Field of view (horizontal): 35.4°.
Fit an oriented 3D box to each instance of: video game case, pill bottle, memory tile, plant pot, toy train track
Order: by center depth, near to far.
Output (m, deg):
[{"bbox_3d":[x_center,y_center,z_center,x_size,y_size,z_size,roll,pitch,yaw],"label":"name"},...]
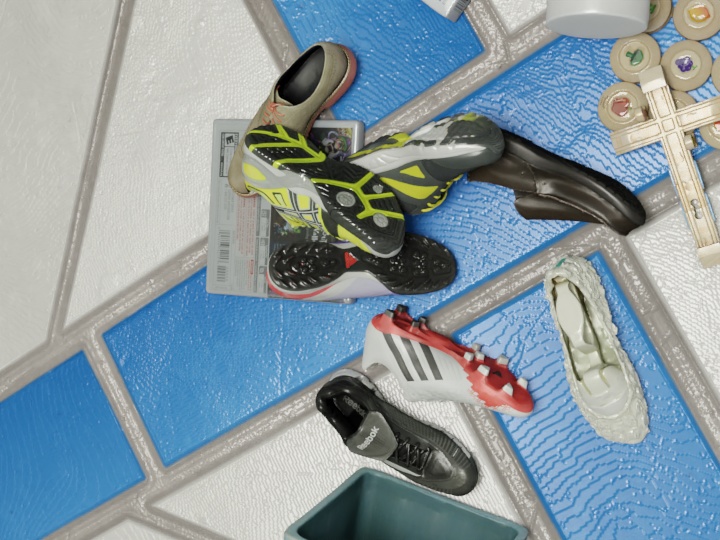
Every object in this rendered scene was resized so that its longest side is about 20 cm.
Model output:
[{"bbox_3d":[0.231,-0.329,1.068,0.114,0.114,0.200,4,88,22],"label":"pill bottle"},{"bbox_3d":[0.308,-0.098,1.083,0.115,0.033,0.200,-18,92,25],"label":"toy train track"},{"bbox_3d":[0.321,-0.223,1.095,0.153,0.017,0.200,14,97,21],"label":"memory tile"},{"bbox_3d":[0.033,0.350,1.143,0.196,0.196,0.200,17,106,21],"label":"plant pot"},{"bbox_3d":[-0.086,-0.068,1.263,0.181,0.023,0.200,4,92,22],"label":"video game case"}]

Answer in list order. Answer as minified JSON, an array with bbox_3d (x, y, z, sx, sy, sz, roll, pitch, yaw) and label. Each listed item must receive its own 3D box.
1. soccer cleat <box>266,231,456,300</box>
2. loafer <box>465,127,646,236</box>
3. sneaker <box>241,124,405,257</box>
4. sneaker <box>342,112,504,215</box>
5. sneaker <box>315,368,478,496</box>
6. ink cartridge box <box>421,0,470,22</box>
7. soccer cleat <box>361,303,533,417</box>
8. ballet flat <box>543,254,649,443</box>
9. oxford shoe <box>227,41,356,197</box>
[{"bbox_3d":[0.000,0.000,1.195,0.200,0.073,0.068,-3,77,-8],"label":"soccer cleat"},{"bbox_3d":[0.191,-0.079,1.129,0.200,0.073,0.071,31,107,28],"label":"loafer"},{"bbox_3d":[-0.037,-0.073,1.163,0.200,0.075,0.076,37,138,18],"label":"sneaker"},{"bbox_3d":[0.073,-0.103,1.154,0.200,0.074,0.085,-5,119,47],"label":"sneaker"},{"bbox_3d":[0.030,0.177,1.186,0.200,0.090,0.067,34,105,18],"label":"sneaker"},{"bbox_3d":[0.077,-0.397,1.175,0.200,0.041,0.200,40,105,16],"label":"ink cartridge box"},{"bbox_3d":[0.088,0.111,1.178,0.200,0.069,0.085,29,111,22],"label":"soccer cleat"},{"bbox_3d":[0.225,0.082,1.118,0.072,0.072,0.200,-22,84,21],"label":"ballet flat"},{"bbox_3d":[-0.088,-0.166,1.209,0.070,0.075,0.200,39,103,18],"label":"oxford shoe"}]
